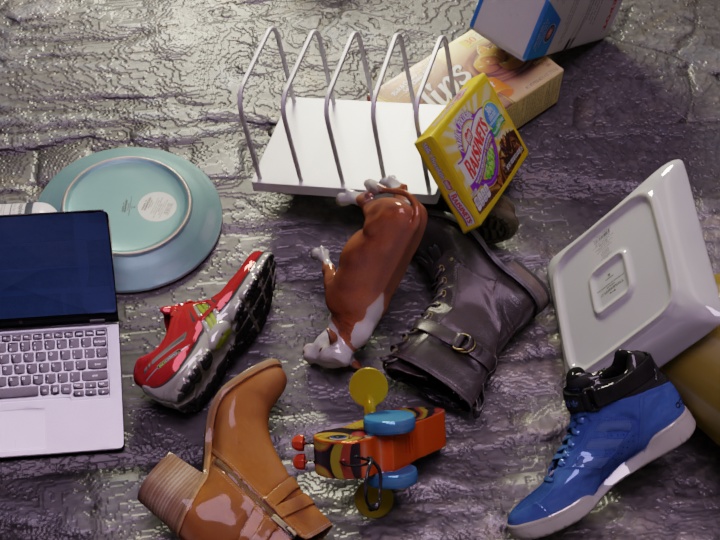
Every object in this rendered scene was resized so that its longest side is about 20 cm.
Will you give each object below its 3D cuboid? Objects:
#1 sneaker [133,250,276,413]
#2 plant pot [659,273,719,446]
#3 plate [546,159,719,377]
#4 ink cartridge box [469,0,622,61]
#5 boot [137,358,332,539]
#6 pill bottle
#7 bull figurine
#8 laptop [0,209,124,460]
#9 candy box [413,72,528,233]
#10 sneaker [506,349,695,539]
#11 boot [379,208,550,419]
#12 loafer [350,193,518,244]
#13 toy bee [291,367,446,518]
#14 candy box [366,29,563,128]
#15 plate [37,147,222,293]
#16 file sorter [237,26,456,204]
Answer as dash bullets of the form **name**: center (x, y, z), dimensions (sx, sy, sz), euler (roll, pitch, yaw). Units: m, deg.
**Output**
- **sneaker**: center (-0.152, 0.045, 1.533), dimensions (0.085, 0.077, 0.200), euler (22, 53, 21)
- **plant pot**: center (0.381, 0.099, 1.454), dimensions (0.200, 0.202, 0.188), euler (-36, 45, -27)
- **plate**: center (0.249, 0.016, 1.507), dimensions (0.032, 0.200, 0.201), euler (21, 45, -29)
- **ink cartridge box**: center (0.226, -0.329, 1.762), dimensions (0.084, 0.147, 0.200), euler (33, 31, 23)
- **boot**: center (-0.086, 0.186, 1.431), dimensions (0.154, 0.074, 0.200), euler (32, 60, 15)
- **pill bottle**: center (-0.343, -0.005, 1.533), dimensions (0.199, 0.120, 0.120), euler (-3, 51, -6)
- **bull figurine**: center (0.000, 0.000, 1.537), dimensions (0.065, 0.201, 0.122), euler (17, 25, -36)
- **laptop**: center (-0.318, 0.063, 1.445), dimensions (0.186, 0.116, 0.201), euler (-4, 72, -5)
- **candy box**: center (0.114, -0.122, 1.581), dimensions (0.026, 0.103, 0.200), euler (-26, 14, 29)
- **sneaker**: center (0.196, 0.149, 1.421), dimensions (0.199, 0.077, 0.112), euler (-33, 98, -5)
- **boot**: center (0.075, 0.039, 1.553), dimensions (0.199, 0.069, 0.174), euler (31, 58, 20)
- **loafer**: center (0.075, -0.087, 1.647), dimensions (0.199, 0.076, 0.068), euler (18, 59, 11)
- **toy bee**: center (-0.002, 0.153, 1.412), dimensions (0.108, 0.200, 0.132), euler (2, 78, 23)
- **candy box**: center (0.116, -0.192, 1.745), dimensions (0.200, 0.055, 0.115), euler (-35, 60, -26)
- **plate**: center (-0.243, -0.062, 1.643), dimensions (0.199, 0.026, 0.201), euler (1, 51, -1)
- **file sorter**: center (-0.009, -0.165, 1.608), dimensions (0.199, 0.125, 0.139), euler (5, 47, 17)
